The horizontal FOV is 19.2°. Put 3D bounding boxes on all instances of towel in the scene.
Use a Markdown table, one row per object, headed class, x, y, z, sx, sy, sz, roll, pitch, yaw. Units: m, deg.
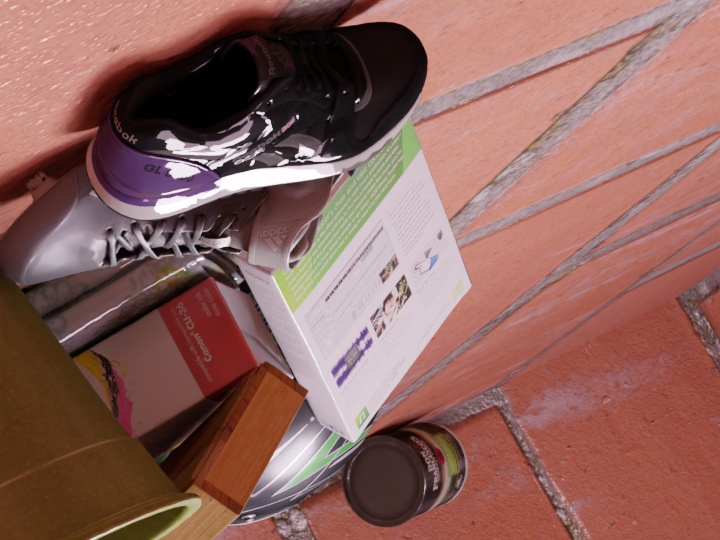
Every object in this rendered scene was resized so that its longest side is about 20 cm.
| class | x | y | z | sx | sy | sz | roll | pitch | yaw |
| --- | --- | --- | --- | --- | --- | --- | --- | --- | --- |
| towel | -0.174 | 0.032 | 1.335 | 0.200 | 0.048 | 0.171 | -30 | 170 | 1 |

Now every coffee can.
| class | x | y | z | sx | sy | sz | roll | pitch | yaw |
| --- | --- | --- | --- | --- | --- | --- | --- | --- | --- |
| coffee can | 0.074 | 0.329 | 3.460 | 0.146 | 0.147 | 0.200 | -33 | 171 | 21 |

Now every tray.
| class | x | y | z | sx | sy | sz | roll | pitch | yaw |
| --- | --- | --- | --- | --- | --- | --- | --- | --- | --- |
| tray | -0.108 | 0.139 | 1.300 | 0.200 | 0.037 | 0.099 | -43 | -166 | 50 |

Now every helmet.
| class | x | y | z | sx | sy | sz | roll | pitch | yaw |
| --- | --- | --- | --- | --- | --- | --- | --- | --- | --- |
| helmet | -0.079 | 0.076 | 1.495 | 0.200 | 0.200 | 0.191 | -34 | 177 | 30 |

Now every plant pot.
| class | x | y | z | sx | sy | sz | roll | pitch | yaw |
| --- | --- | --- | --- | --- | --- | --- | --- | --- | --- |
| plant pot | -0.216 | 0.089 | 1.138 | 0.200 | 0.190 | 0.200 | -28 | 170 | -5 |

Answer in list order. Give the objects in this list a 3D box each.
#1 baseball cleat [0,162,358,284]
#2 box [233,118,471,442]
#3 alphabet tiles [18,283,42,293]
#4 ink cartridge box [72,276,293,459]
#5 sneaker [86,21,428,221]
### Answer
| class | x | y | z | sx | sy | sz | roll | pitch | yaw |
| --- | --- | --- | --- | --- | --- | --- | --- | --- | --- |
| baseball cleat | -0.092 | -0.031 | 1.134 | 0.200 | 0.107 | 0.070 | -32 | 158 | -17 |
| box | 0.000 | 0.000 | 1.358 | 0.144 | 0.036 | 0.200 | -52 | 148 | -21 |
| alphabet tiles | -0.197 | 0.007 | 1.303 | 0.200 | 0.015 | 0.196 | -32 | 173 | 20 |
| ink cartridge box | -0.151 | 0.086 | 1.331 | 0.200 | 0.068 | 0.116 | -31 | 170 | 4 |
| sneaker | -0.041 | -0.089 | 1.092 | 0.200 | 0.076 | 0.088 | -25 | 164 | -26 |
